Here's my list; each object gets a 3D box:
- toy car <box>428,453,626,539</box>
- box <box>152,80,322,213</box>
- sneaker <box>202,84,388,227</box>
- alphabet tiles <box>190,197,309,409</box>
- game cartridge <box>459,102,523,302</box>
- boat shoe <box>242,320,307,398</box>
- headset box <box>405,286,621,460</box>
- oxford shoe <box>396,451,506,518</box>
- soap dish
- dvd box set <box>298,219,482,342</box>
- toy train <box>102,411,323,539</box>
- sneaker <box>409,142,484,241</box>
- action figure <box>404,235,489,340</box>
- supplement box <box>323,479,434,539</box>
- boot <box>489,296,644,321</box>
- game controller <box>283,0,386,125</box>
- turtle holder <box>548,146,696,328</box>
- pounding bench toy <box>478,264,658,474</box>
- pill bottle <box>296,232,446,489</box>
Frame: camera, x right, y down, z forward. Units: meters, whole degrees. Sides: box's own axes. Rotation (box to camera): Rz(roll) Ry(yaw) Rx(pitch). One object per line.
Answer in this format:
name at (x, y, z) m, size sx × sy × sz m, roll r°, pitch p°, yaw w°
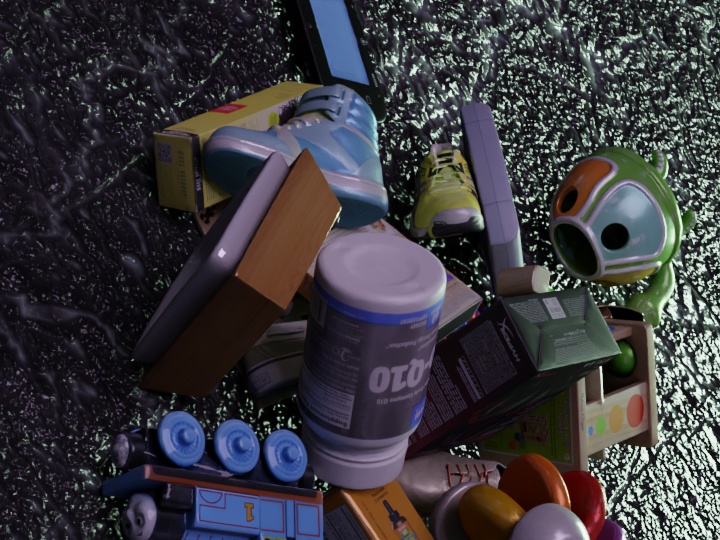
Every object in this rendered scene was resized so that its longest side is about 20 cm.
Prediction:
toy car at (0.170, 0.257, 1.578) m, size 0.150 × 0.174 × 0.201 m, roll -35°, pitch 113°, yaw -26°
box at (-0.110, -0.120, 1.655) m, size 0.199 × 0.050 × 0.076 m, roll -29°, pitch 123°, yaw -47°
sneaker at (-0.062, -0.125, 1.626) m, size 0.199 × 0.079 × 0.132 m, roll 19°, pitch 58°, yaw -37°
alphabet tiles at (-0.083, 0.018, 1.650) m, size 0.167 × 0.008 × 0.201 m, roll -19°, pitch 79°, yaw -47°
game cartridge at (0.136, -0.071, 1.807) m, size 0.134 × 0.040 × 0.201 m, roll 72°, pitch 6°, yaw -49°
boat shoe at (-0.026, 0.065, 1.617) m, size 0.199 × 0.072 × 0.063 m, roll -12°, pitch 76°, yaw -43°
headset box at (0.116, 0.099, 1.611) m, size 0.148 × 0.200 × 0.075 m, roll -6°, pitch 64°, yaw -52°
oxford shoe at (0.092, 0.196, 1.654) m, size 0.199 × 0.074 × 0.071 m, roll 18°, pitch 55°, yaw -35°
soap dish at (-0.104, 0.008, 1.484) m, size 0.081 × 0.200 × 0.158 m, roll 35°, pitch 48°, yaw -9°
dvd box set at (0.000, 0.000, 1.647) m, size 0.200 × 0.030 × 0.146 m, roll 38°, pitch 36°, yaw 16°
toy train at (-0.119, 0.187, 1.457) m, size 0.199 × 0.086 × 0.115 m, roll 14°, pitch 62°, yaw -37°
sneaker at (0.080, -0.078, 1.750) m, size 0.200 × 0.075 × 0.077 m, roll -109°, pitch -168°, yaw -77°
action figure at (0.102, 0.047, 1.774) m, size 0.200 × 0.052 × 0.066 m, roll 39°, pitch 49°, yaw -18°
supplement box at (0.035, 0.272, 1.562) m, size 0.066 × 0.069 × 0.201 m, roll -31°, pitch 89°, yaw -49°
boot at (0.224, 0.051, 1.868) m, size 0.199 × 0.075 × 0.074 m, roll 13°, pitch 59°, yaw -37°
game controller at (-0.030, -0.243, 1.834) m, size 0.104 × 0.042 × 0.202 m, roll 1°, pitch 66°, yaw -43°
turtle holder at (0.280, -0.037, 1.949) m, size 0.131 × 0.140 × 0.187 m, roll -36°, pitch 132°, yaw -34°
pounding bench toy at (0.207, 0.083, 1.738) m, size 0.155 × 0.123 × 0.202 m, roll -14°, pitch 103°, yaw -47°
pill bottle at (0.005, 0.080, 1.508) m, size 0.113 × 0.202 × 0.114 m, roll 6°, pitch 30°, yaw -4°
